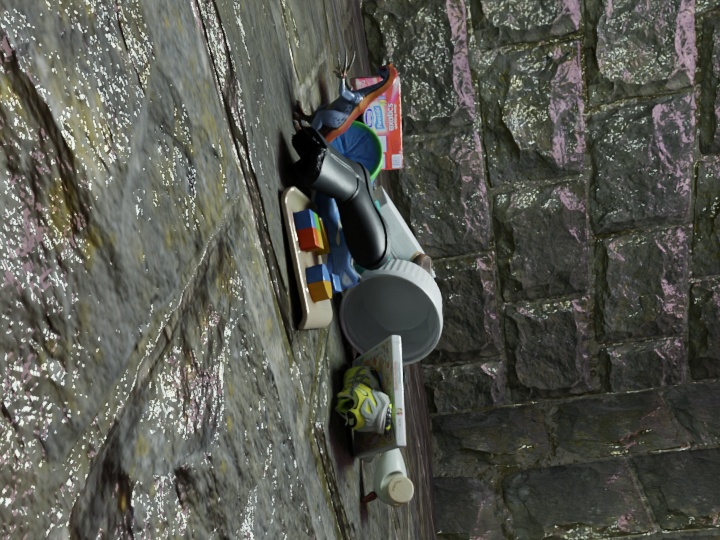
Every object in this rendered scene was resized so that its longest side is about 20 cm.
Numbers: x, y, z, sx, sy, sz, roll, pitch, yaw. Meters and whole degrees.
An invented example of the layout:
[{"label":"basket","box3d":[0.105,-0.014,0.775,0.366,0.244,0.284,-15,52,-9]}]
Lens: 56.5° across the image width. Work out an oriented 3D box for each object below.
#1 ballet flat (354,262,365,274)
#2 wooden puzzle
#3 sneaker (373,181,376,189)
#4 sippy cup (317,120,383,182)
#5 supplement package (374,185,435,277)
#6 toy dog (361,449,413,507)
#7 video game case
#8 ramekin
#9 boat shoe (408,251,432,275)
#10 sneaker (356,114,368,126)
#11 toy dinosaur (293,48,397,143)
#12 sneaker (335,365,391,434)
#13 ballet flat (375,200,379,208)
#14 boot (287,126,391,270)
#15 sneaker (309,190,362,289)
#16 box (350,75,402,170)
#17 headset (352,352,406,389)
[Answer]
[{"label":"ballet flat","box3d":[0.000,0.000,1.486,0.200,0.069,0.070,59,24,-64]},{"label":"wooden puzzle","box3d":[-0.067,-0.014,1.015,0.185,0.046,0.202,28,55,-81]},{"label":"sneaker","box3d":[0.023,-0.159,1.608,0.200,0.079,0.130,57,2,39]},{"label":"sippy cup","box3d":[-0.027,-0.188,1.249,0.130,0.139,0.179,91,19,-71]},{"label":"supplement package","box3d":[0.060,-0.062,1.483,0.201,0.110,0.156,56,8,-19]},{"label":"toy dog","box3d":[0.034,0.367,1.285,0.201,0.095,0.133,-110,-168,-46]},{"label":"video game case","box3d":[0.028,0.228,1.184,0.200,0.023,0.184,136,-44,-61]},{"label":"ramekin","box3d":[0.066,0.073,1.303,0.105,0.198,0.202,-62,144,-59]},{"label":"boat shoe","box3d":[0.122,0.064,1.399,0.070,0.070,0.202,-5,110,-46]},{"label":"sneaker","box3d":[-0.005,-0.237,1.339,0.071,0.082,0.201,-45,134,-44]},{"label":"toy dinosaur","box3d":[-0.020,-0.280,1.142,0.105,0.180,0.202,-85,166,-62]},{"label":"sneaker","box3d":[-0.007,0.211,1.139,0.200,0.076,0.076,-145,-120,-72]},{"label":"ballet flat","box3d":[0.020,-0.051,1.359,0.070,0.069,0.201,-85,164,-62]},{"label":"boot","box3d":[-0.036,-0.108,1.031,0.168,0.076,0.202,23,49,-54]},{"label":"sneaker","box3d":[-0.035,-0.066,1.153,0.079,0.088,0.202,-27,107,-83]},{"label":"box","box3d":[0.035,-0.327,1.486,0.096,0.099,0.202,-120,-155,-71]},{"label":"headset","box3d":[0.030,0.208,1.384,0.123,0.094,0.200,44,19,-16]}]
